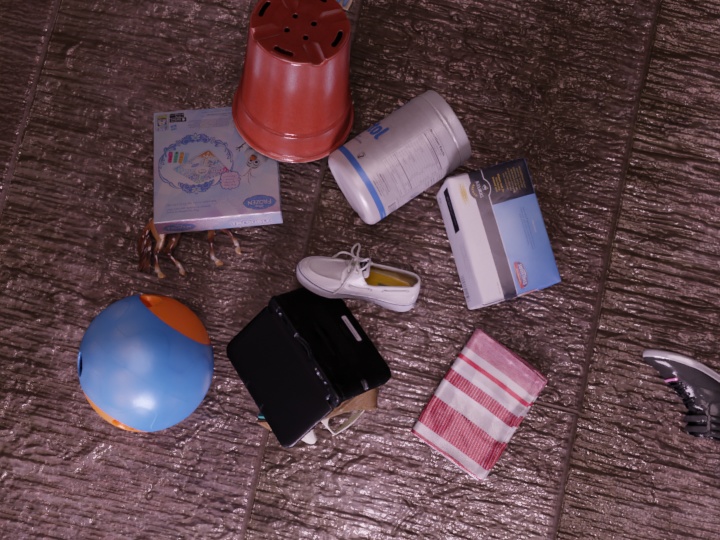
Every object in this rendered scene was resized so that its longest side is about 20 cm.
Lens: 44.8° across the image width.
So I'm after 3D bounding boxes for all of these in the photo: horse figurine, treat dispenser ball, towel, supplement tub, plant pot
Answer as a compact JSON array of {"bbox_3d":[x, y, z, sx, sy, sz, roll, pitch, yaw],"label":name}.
[{"bbox_3d":[-0.274,-0.063,1.395,0.197,0.050,0.134,-18,76,1],"label":"horse figurine"},{"bbox_3d":[-0.318,0.137,1.300,0.197,0.201,0.205,0,84,-2],"label":"treat dispenser ball"},{"bbox_3d":[0.191,0.215,1.402,0.143,0.023,0.201,34,84,2],"label":"towel"},{"bbox_3d":[0.060,-0.178,1.382,0.199,0.132,0.133,-34,86,-6],"label":"supplement tub"},{"bbox_3d":[-0.095,-0.304,1.324,0.197,0.196,0.204,4,61,-7],"label":"plant pot"}]

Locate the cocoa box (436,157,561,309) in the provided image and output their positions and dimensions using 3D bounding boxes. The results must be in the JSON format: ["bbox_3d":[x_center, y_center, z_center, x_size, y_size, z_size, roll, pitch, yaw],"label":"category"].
[{"bbox_3d":[0.214,-0.054,1.373,0.129,0.133,0.203,-16,85,-4],"label":"cocoa box"}]

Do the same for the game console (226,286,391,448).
[{"bbox_3d":[-0.082,0.142,1.363,0.174,0.117,0.201,-17,61,-38],"label":"game console"}]

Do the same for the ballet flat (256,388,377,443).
[{"bbox_3d":[-0.061,0.228,1.377,0.197,0.068,0.073,-20,102,-8],"label":"ballet flat"}]

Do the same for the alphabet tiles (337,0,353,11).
[{"bbox_3d":[-0.066,-0.531,1.474,0.165,0.006,0.202,26,84,1],"label":"alphabet tiles"}]

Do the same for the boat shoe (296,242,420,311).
[{"bbox_3d":[0.000,0.004,1.372,0.199,0.087,0.075,16,50,-2],"label":"boat shoe"}]

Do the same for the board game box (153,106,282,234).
[{"bbox_3d":[-0.227,-0.163,1.385,0.196,0.044,0.202,-5,65,-2],"label":"board game box"}]

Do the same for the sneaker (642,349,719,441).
[{"bbox_3d":[0.527,0.204,1.390,0.198,0.071,0.100,29,79,-3],"label":"sneaker"}]
